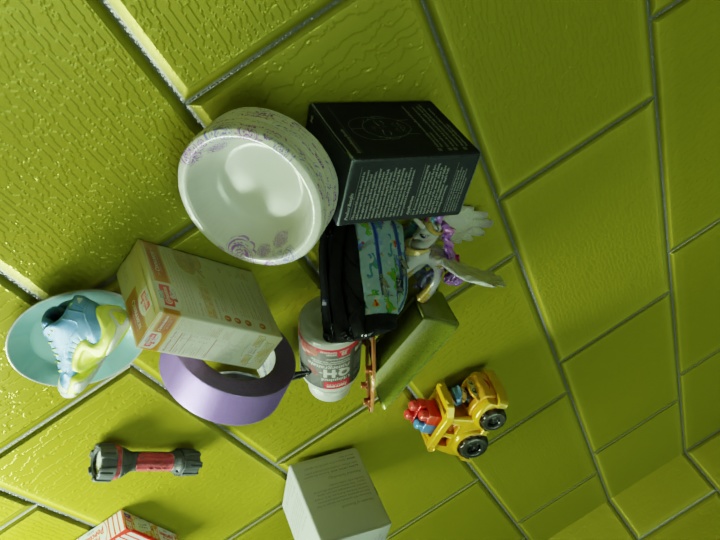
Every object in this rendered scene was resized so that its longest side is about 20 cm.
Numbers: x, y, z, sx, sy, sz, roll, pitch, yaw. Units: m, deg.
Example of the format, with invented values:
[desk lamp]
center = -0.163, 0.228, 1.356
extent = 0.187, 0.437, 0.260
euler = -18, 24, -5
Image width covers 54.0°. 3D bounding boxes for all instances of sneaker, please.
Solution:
[sneaker]
center = -0.407, 0.099, 1.001
extent = 0.105, 0.076, 0.200
euler = 35, 121, -16

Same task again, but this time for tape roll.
[tape roll]
center = -0.203, 0.140, 1.088
extent = 0.199, 0.200, 0.066
euler = 5, 127, -35

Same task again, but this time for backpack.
[backpack]
center = 0.000, 0.000, 1.093
extent = 0.153, 0.201, 0.163
euler = -16, 177, -27

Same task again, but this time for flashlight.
[flashlight]
center = -0.386, 0.349, 1.284
extent = 0.199, 0.068, 0.068
euler = 13, 127, -38

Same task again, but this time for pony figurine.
[pony figurine]
center = 0.129, -0.024, 1.190
extent = 0.192, 0.167, 0.200
euler = 9, 141, -28

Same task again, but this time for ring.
[ring]
center = 0.011, 0.148, 1.239
extent = 0.019, 0.201, 0.201
euler = 0, 134, -2

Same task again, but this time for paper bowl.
[paper bowl]
center = -0.125, -0.115, 0.918
extent = 0.200, 0.104, 0.201
euler = 10, 127, 14

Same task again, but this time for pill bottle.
[pill bottle]
center = -0.054, 0.145, 1.249
extent = 0.110, 0.111, 0.200
euler = -17, 141, -17

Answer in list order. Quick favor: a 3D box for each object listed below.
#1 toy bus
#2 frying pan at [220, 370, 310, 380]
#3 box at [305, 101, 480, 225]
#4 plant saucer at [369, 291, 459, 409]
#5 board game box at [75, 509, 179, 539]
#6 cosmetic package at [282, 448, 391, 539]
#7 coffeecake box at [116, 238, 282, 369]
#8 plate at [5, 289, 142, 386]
[toy bus]
center = 0.204, 0.311, 1.578
extent = 0.191, 0.136, 0.200
euler = 16, 120, -22
[frying pan]
center = -0.183, 0.212, 1.251
extent = 0.189, 0.031, 0.115
euler = 3, 145, 0
[box]
center = 0.037, -0.154, 0.987
extent = 0.199, 0.149, 0.107
euler = -6, 133, -26
[plant saucer]
center = 0.080, 0.127, 1.276
extent = 0.048, 0.200, 0.200
euler = 38, 100, -11
[board game box]
center = -0.490, 0.581, 1.462
extent = 0.151, 0.046, 0.200
euler = -34, 139, 2
[cosmetic package]
center = -0.058, 0.535, 1.553
extent = 0.164, 0.200, 0.165
euler = -9, 135, -24
[coffeecake box]
center = -0.232, 0.051, 1.019
extent = 0.200, 0.154, 0.073
euler = 19, 119, -41
[plate]
center = -0.417, 0.097, 1.049
extent = 0.199, 0.026, 0.201
euler = -16, 136, -16
